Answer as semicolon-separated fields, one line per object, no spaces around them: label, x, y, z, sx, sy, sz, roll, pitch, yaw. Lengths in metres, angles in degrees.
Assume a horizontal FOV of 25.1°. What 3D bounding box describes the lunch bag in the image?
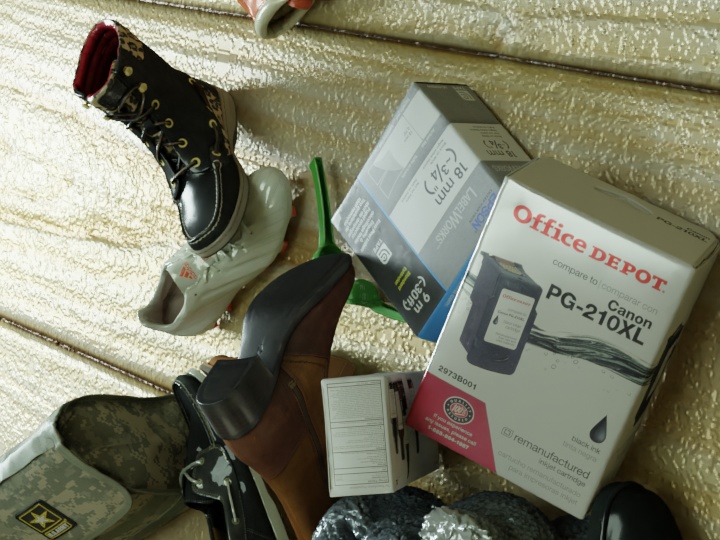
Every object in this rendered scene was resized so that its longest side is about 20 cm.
lunch bag;-0.250;0.189;1.457;0.164;0.200;0.118;-35;66;31

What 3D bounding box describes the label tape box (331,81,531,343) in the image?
label tape box;0.079;-0.025;1.219;0.200;0.063;0.144;53;127;32

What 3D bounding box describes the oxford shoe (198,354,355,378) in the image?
oxford shoe;-0.068;0.093;1.388;0.200;0.071;0.071;8;60;53

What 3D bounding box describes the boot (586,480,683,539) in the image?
boot;0.236;0.238;1.056;0.162;0.073;0.199;-4;96;48

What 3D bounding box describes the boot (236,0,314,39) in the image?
boot;-0.048;-0.278;1.344;0.200;0.075;0.108;-42;65;48

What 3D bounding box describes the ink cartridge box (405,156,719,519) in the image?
ink cartridge box;0.138;0.043;1.112;0.144;0.084;0.201;27;112;16

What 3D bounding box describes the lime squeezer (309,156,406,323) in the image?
lime squeezer;0.000;0.000;1.327;0.071;0.038;0.200;-46;57;15

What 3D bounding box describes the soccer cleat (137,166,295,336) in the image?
soccer cleat;-0.126;-0.011;1.423;0.200;0.077;0.069;-53;56;33

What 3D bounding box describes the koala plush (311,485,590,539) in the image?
koala plush;0.069;0.218;1.165;0.200;0.177;0.184;-35;55;45

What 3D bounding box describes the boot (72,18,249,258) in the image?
boot;-0.170;-0.116;1.375;0.073;0.150;0.201;-31;43;27

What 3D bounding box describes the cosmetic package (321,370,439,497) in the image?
cosmetic package;0.019;0.117;1.196;0.050;0.200;0.083;-3;88;12

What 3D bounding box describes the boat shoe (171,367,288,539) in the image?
boat shoe;-0.127;0.180;1.417;0.201;0.067;0.072;66;158;15

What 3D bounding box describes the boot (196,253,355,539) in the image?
boot;-0.021;0.111;1.261;0.068;0.189;0.200;-8;128;37
